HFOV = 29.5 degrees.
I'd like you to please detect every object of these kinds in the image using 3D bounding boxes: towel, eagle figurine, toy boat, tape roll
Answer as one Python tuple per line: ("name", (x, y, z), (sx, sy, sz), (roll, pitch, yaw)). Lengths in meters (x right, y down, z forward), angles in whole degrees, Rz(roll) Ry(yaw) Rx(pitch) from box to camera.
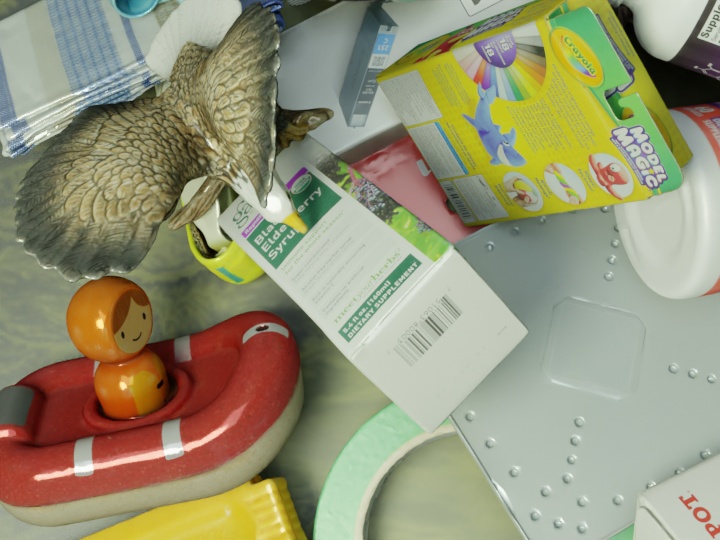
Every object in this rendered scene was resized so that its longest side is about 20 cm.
("towel", (-0.155, -0.157, 0.896), (0.200, 0.024, 0.147), (-26, 44, -1))
("eagle figurine", (-0.084, -0.073, 0.737), (0.151, 0.200, 0.152), (17, 100, 15))
("toy boat", (-0.136, 0.063, 0.821), (0.200, 0.131, 0.131), (-12, 118, 2))
("tape roll", (0.072, 0.169, 0.844), (0.200, 0.048, 0.201), (-1, 80, 4))

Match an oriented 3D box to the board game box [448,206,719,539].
("board game box", (0.140, 0.051, 0.832), (0.200, 0.026, 0.200), (-27, 70, -15))

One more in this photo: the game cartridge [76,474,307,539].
("game cartridge", (-0.095, 0.240, 0.830), (0.176, 0.032, 0.200), (-24, 80, 17))

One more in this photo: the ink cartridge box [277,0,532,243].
("ink cartridge box", (0.055, -0.110, 0.894), (0.200, 0.045, 0.176), (-28, 79, 0))

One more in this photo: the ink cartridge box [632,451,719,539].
("ink cartridge box", (0.271, 0.156, 0.759), (0.200, 0.084, 0.146), (-23, 47, -15))

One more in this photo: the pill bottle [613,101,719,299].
("pill bottle", (0.263, -0.053, 0.819), (0.200, 0.111, 0.112), (-11, 79, -16))

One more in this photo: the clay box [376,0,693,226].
("clay box", (0.102, -0.091, 0.781), (0.048, 0.200, 0.115), (-41, 107, -27))

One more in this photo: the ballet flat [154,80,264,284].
("ballet flat", (-0.100, -0.089, 0.885), (0.067, 0.067, 0.200), (-17, 80, 25))

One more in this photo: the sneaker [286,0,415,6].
("sneaker", (-0.029, -0.253, 0.886), (0.140, 0.078, 0.200), (-8, 57, 1))

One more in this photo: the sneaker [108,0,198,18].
("sneaker", (-0.154, -0.208, 0.877), (0.200, 0.074, 0.082), (21, 85, 47))

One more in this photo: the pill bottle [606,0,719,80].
("pill bottle", (0.227, -0.151, 0.737), (0.200, 0.112, 0.113), (20, 83, 0))

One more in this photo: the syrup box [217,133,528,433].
("syrup box", (0.000, 0.000, 0.779), (0.079, 0.081, 0.200), (-46, 36, -1))

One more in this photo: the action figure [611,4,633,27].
("action figure", (0.188, -0.188, 0.825), (0.200, 0.134, 0.149), (20, 127, 0))
